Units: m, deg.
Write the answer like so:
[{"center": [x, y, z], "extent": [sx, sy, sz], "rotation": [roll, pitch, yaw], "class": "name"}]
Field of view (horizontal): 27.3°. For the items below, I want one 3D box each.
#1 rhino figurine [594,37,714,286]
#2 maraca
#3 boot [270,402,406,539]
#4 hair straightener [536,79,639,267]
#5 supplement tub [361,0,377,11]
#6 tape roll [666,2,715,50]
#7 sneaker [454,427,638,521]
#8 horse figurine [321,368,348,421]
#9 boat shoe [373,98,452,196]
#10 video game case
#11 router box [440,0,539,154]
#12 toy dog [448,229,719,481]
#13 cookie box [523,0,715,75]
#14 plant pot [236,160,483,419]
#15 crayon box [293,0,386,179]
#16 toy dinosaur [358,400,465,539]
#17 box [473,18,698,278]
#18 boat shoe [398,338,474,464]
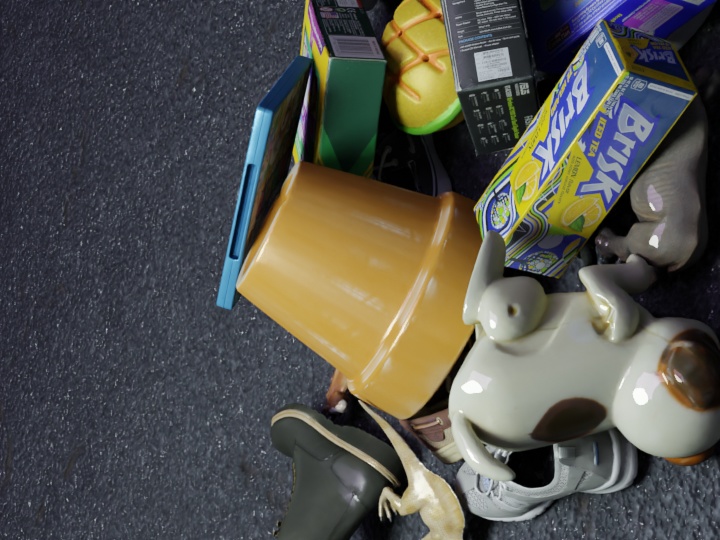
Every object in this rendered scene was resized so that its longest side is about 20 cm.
[{"center": [0.233, -0.088, 1.140], "extent": [0.087, 0.060, 0.201], "rotation": [-12, 70, 59], "class": "rhino figurine"}, {"center": [0.079, -0.219, 1.368], "extent": [0.137, 0.107, 0.201], "rotation": [8, 80, 51], "class": "maraca"}, {"center": [-0.058, 0.209, 1.427], "extent": [0.138, 0.077, 0.200], "rotation": [-53, 27, -17], "class": "boot"}, {"center": [0.189, -0.086, 1.218], "extent": [0.077, 0.041, 0.201], "rotation": [-35, 48, 47], "class": "hair straightener"}, {"center": [0.004, -0.379, 1.501], "extent": [0.200, 0.132, 0.132], "rotation": [-60, 38, 29], "class": "supplement tub"}, {"center": [0.223, -0.263, 1.225], "extent": [0.203, 0.037, 0.204], "rotation": [-20, 66, 53], "class": "tape roll"}, {"center": [0.131, 0.155, 1.202], "extent": [0.200, 0.082, 0.075], "rotation": [-31, 56, 52], "class": "sneaker"}, {"center": [0.000, 0.040, 1.456], "extent": [0.132, 0.050, 0.201], "rotation": [149, 119, -64], "class": "horse figurine"}, {"center": [0.036, -0.109, 1.434], "extent": [0.072, 0.068, 0.201], "rotation": [-39, 51, 45], "class": "boat shoe"}, {"center": [-0.087, -0.081, 1.354], "extent": [0.143, 0.018, 0.201], "rotation": [-65, -9, -61], "class": "video game case"}, {"center": [0.103, -0.192, 1.199], "extent": [0.200, 0.062, 0.150], "rotation": [47, -147, -77], "class": "router box"}, {"center": [0.173, 0.072, 1.083], "extent": [0.194, 0.199, 0.140], "rotation": [-65, -22, -48], "class": "toy dog"}, {"center": [0.200, -0.276, 1.159], "extent": [0.171, 0.075, 0.201], "rotation": [-36, 53, 48], "class": "cookie box"}, {"center": [0.000, 0.000, 1.287], "extent": [0.201, 0.183, 0.200], "rotation": [-61, 8, 15], "class": "plant pot"}, {"center": [-0.024, -0.155, 1.424], "extent": [0.200, 0.058, 0.173], "rotation": [-105, 19, -61], "class": "crayon box"}, {"center": [0.058, 0.198, 1.296], "extent": [0.200, 0.058, 0.101], "rotation": [59, 154, 8], "class": "toy dinosaur"}, {"center": [0.166, -0.088, 1.127], "extent": [0.200, 0.070, 0.064], "rotation": [-58, 31, 36], "class": "box"}, {"center": [0.101, 0.096, 1.258], "extent": [0.200, 0.072, 0.072], "rotation": [-43, 16, 48], "class": "boat shoe"}]
